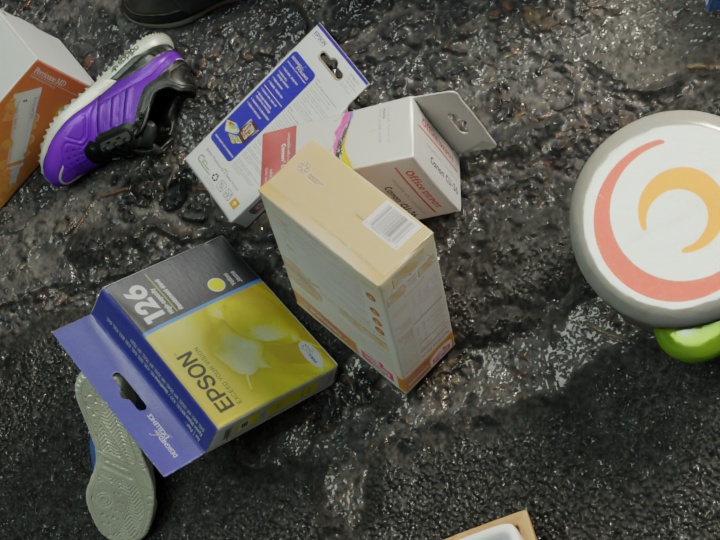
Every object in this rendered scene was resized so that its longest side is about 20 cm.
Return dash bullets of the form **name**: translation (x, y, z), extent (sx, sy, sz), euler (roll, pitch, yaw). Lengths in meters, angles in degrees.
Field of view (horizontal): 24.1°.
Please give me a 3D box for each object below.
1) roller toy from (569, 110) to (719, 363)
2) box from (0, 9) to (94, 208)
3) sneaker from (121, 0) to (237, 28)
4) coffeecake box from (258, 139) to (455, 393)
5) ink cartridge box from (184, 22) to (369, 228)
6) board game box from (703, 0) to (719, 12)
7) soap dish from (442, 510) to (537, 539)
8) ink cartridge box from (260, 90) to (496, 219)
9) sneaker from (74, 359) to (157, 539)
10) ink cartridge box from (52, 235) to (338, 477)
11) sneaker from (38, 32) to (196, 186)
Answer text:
- **roller toy**: translation (0.276, -0.038, 1.439), extent (0.182, 0.140, 0.201), euler (34, 92, 17)
- **box**: translation (-0.397, -0.164, 1.801), extent (0.200, 0.124, 0.098), euler (-47, 64, 10)
- **sneaker**: translation (-0.179, -0.314, 1.736), extent (0.199, 0.106, 0.075), euler (-14, 73, 23)
- **coffeecake box**: translation (0.000, 0.000, 1.526), extent (0.153, 0.200, 0.073), euler (38, 71, 27)
- **ink cartridge box**: translation (-0.080, -0.145, 1.693), extent (0.200, 0.037, 0.095), euler (-45, 63, 14)
- **board game box**: translation (0.346, -0.339, 1.500), extent (0.134, 0.034, 0.201), euler (-13, 72, -4)
- **soap dish**: translation (0.111, 0.331, 1.472), extent (0.157, 0.081, 0.201), euler (-24, 70, 20)
- **ink cartridge box**: translation (0.019, -0.096, 1.584), extent (0.199, 0.116, 0.068), euler (-12, 61, 24)
- **sneaker**: translation (-0.234, 0.165, 1.686), extent (0.076, 0.111, 0.201), euler (-4, 111, 11)
- **ink cartridge box**: translation (-0.158, 0.074, 1.611), extent (0.198, 0.199, 0.047), euler (47, 143, 25)
- **sneaker**: translation (-0.249, -0.147, 1.756), extent (0.200, 0.069, 0.100), euler (-45, 66, 11)
